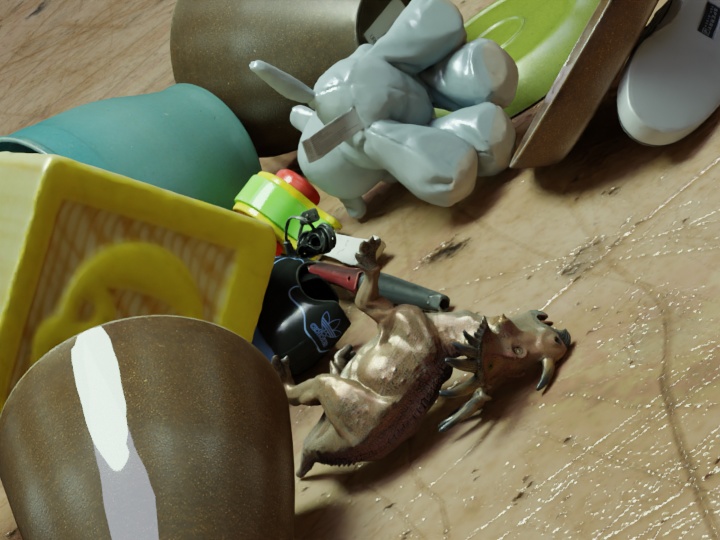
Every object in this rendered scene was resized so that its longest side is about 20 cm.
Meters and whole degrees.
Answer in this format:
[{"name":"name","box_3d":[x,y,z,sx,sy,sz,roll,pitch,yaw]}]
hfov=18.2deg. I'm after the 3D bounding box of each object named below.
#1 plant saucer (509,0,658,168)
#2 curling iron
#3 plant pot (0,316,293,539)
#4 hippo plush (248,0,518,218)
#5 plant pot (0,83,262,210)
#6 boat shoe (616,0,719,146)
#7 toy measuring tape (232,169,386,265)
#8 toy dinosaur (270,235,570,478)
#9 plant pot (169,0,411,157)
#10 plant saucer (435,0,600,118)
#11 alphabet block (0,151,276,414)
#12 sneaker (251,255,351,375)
[{"name":"plant saucer","box_3d":[0.170,-0.153,1.609,0.201,0.034,0.200,-59,0,-1]},{"name":"curling iron","box_3d":[0.000,0.000,1.630,0.025,0.050,0.200,-20,27,-27]},{"name":"plant pot","box_3d":[-0.114,0.161,1.334,0.186,0.187,0.200,-33,37,9]},{"name":"hippo plush","box_3d":[0.020,-0.095,1.721,0.199,0.160,0.161,-27,-14,-25]},{"name":"plant pot","box_3d":[-0.189,-0.057,1.859,0.188,0.201,0.199,-34,17,-36]},{"name":"boat shoe","box_3d":[0.222,-0.147,1.596,0.070,0.071,0.201,-53,8,49]},{"name":"toy measuring tape","box_3d":[-0.050,-0.041,1.755,0.074,0.074,0.200,-43,23,-15]},{"name":"toy dinosaur","box_3d":[0.023,0.076,1.427,0.200,0.086,0.136,-49,56,12]},{"name":"plant pot","box_3d":[-0.029,-0.191,1.880,0.199,0.187,0.187,2,43,52]},{"name":"plant saucer","box_3d":[0.118,-0.181,1.842,0.199,0.031,0.200,-30,23,14]},{"name":"alphabet block","box_3d":[-0.203,0.032,1.603,0.200,0.194,0.198,7,83,59]},{"name":"sneaker","box_3d":[-0.061,0.020,1.670,0.078,0.070,0.200,-32,29,0]}]
